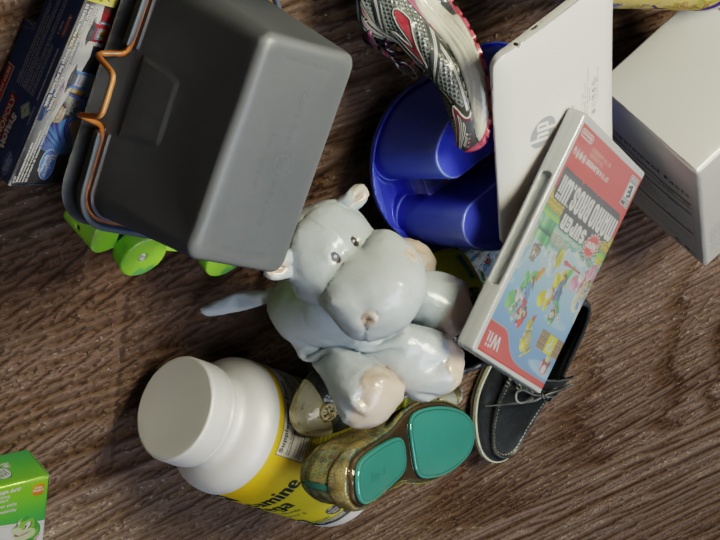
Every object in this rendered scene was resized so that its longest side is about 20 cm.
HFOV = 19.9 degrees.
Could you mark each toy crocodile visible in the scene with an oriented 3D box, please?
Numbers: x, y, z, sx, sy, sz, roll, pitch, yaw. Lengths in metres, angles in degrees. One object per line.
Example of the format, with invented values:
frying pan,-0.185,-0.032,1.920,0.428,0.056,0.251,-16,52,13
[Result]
toy crocodile,-0.138,-0.039,1.515,0.200,0.068,0.062,-1,137,-46

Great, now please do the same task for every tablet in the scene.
tablet,0.148,-0.119,1.555,0.130,0.014,0.200,-38,144,-24

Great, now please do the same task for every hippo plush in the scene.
hippo plush,0.000,0.000,1.545,0.159,0.200,0.161,-41,156,-25

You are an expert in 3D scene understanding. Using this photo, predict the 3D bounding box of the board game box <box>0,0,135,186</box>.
board game box,-0.145,-0.143,1.459,0.200,0.062,0.200,11,111,-43

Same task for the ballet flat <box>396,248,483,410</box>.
ballet flat,0.061,0.078,1.709,0.067,0.067,0.200,-7,123,-36

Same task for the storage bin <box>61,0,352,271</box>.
storage bin,-0.101,-0.099,1.368,0.146,0.134,0.200,10,103,-42

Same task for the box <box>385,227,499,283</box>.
box,0.061,0.013,1.742,0.200,0.040,0.137,-29,132,-20

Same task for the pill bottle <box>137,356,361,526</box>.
pill bottle,-0.081,0.136,1.661,0.200,0.112,0.112,24,102,-44

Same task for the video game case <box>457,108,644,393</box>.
video game case,0.151,-0.012,1.596,0.200,0.017,0.143,-64,149,-4

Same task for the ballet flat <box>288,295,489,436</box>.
ballet flat,0.033,0.075,1.618,0.200,0.057,0.066,-27,117,-13

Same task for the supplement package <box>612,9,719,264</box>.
supplement package,0.289,-0.117,1.734,0.121,0.120,0.200,-42,157,-8

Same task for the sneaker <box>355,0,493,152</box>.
sneaker,0.040,-0.178,1.531,0.075,0.081,0.200,-28,93,-1

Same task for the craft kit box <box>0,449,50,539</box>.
craft kit box,-0.345,0.248,1.581,0.200,0.049,0.198,-10,126,-33

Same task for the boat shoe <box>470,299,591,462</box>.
boat shoe,0.155,0.094,1.856,0.075,0.062,0.200,0,119,-40

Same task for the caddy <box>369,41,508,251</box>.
caddy,0.099,-0.099,1.651,0.200,0.105,0.141,-33,116,-27

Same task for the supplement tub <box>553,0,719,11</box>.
supplement tub,0.209,-0.275,1.588,0.200,0.145,0.145,-4,120,-36

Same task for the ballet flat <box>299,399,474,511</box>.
ballet flat,0.019,0.144,1.636,0.200,0.071,0.071,-18,132,-57
